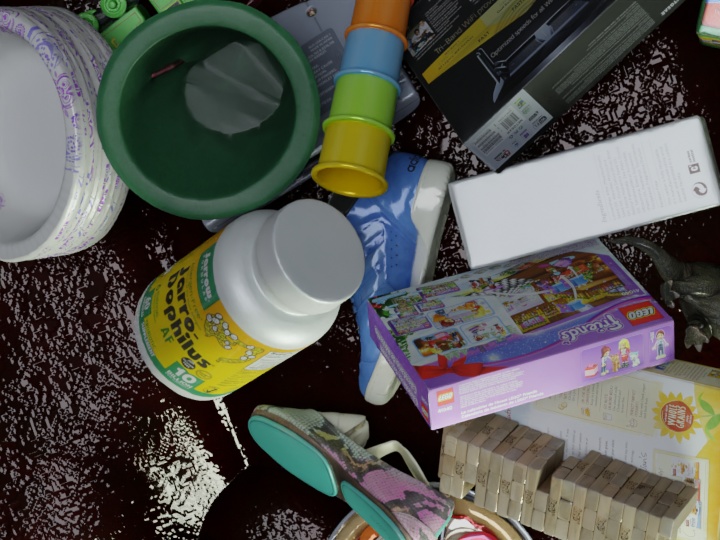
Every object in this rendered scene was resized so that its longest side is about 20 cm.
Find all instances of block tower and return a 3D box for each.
[{"bbox_3d":[0.153,0.167,1.537,0.199,0.054,0.058,18,121,23],"label":"block tower"}]

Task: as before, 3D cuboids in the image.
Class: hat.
[{"bbox_3d":[-0.098,-0.151,1.590,0.199,0.176,0.166,-27,104,13],"label":"hat"}]

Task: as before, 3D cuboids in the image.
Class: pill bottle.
[{"bbox_3d":[-0.085,0.020,1.564,0.200,0.112,0.113,-32,87,49],"label":"pill bottle"}]

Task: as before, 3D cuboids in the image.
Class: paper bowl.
[{"bbox_3d":[-0.255,-0.111,1.616,0.200,0.104,0.202,7,101,40],"label":"paper bowl"}]

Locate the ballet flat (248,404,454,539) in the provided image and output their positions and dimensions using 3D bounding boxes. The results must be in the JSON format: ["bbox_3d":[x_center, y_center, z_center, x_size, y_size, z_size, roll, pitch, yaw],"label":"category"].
[{"bbox_3d":[-0.002,0.157,1.617,0.071,0.069,0.200,-39,52,-24],"label":"ballet flat"}]

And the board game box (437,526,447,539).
[{"bbox_3d":[0.121,0.296,1.635,0.105,0.023,0.200,-44,85,13],"label":"board game box"}]

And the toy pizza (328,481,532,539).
[{"bbox_3d":[0.056,0.272,1.619,0.199,0.032,0.202,1,95,12],"label":"toy pizza"}]

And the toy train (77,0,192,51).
[{"bbox_3d":[-0.151,-0.236,1.642,0.199,0.042,0.057,-35,97,12],"label":"toy train"}]

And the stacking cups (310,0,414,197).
[{"bbox_3d":[0.013,-0.158,1.536,0.060,0.061,0.201,10,71,11],"label":"stacking cups"}]

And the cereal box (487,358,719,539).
[{"bbox_3d":[0.193,0.129,1.555,0.199,0.039,0.145,14,117,25],"label":"cereal box"}]

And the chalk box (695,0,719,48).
[{"bbox_3d":[0.317,-0.217,1.463,0.123,0.200,0.125,14,97,10],"label":"chalk box"}]

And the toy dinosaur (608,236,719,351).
[{"bbox_3d":[0.282,0.030,1.551,0.199,0.102,0.078,19,108,18],"label":"toy dinosaur"}]

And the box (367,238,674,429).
[{"bbox_3d":[0.120,0.045,1.522,0.199,0.137,0.039,-15,122,-13],"label":"box"}]

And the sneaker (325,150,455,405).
[{"bbox_3d":[0.000,0.000,1.609,0.110,0.077,0.202,14,97,9],"label":"sneaker"}]

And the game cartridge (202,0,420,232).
[{"bbox_3d":[-0.063,-0.135,1.606,0.199,0.040,0.134,-31,66,8],"label":"game cartridge"}]

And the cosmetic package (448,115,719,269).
[{"bbox_3d":[0.177,-0.061,1.556,0.199,0.101,0.072,-15,91,12],"label":"cosmetic package"}]

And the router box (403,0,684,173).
[{"bbox_3d":[0.132,-0.195,1.535,0.200,0.052,0.158,-42,44,12],"label":"router box"}]
